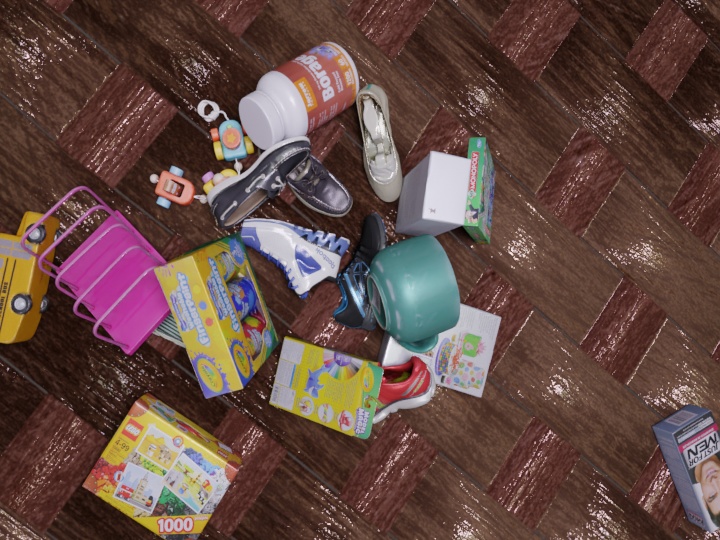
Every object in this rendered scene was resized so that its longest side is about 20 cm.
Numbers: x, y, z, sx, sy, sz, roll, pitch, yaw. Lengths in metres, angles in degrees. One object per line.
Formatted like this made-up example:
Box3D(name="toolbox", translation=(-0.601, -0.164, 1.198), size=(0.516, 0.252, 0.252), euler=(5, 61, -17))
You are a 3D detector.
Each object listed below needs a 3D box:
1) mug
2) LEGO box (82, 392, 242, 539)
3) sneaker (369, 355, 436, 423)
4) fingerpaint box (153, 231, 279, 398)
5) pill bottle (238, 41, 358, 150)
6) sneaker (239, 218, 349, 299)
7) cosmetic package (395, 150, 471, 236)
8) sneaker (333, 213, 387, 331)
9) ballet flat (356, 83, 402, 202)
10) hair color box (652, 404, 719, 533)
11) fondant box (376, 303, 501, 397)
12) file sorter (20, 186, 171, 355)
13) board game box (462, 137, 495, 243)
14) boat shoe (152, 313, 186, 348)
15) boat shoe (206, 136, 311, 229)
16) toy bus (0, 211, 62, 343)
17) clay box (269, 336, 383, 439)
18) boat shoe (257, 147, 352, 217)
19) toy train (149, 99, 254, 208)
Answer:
Box3D(name="mug", translation=(0.079, 0.049, 0.837), size=(0.110, 0.152, 0.192), euler=(-16, 90, -13))
Box3D(name="LEGO box", translation=(-0.315, 0.326, 0.860), size=(0.197, 0.077, 0.152), euler=(34, 83, -6))
Box3D(name="sneaker", translation=(0.030, 0.197, 0.894), size=(0.195, 0.078, 0.086), euler=(-25, 117, 13))
Box3D(name="fingerpaint box", translation=(-0.212, 0.061, 0.819), size=(0.071, 0.167, 0.207), euler=(-15, 101, 15))
Box3D(name="pill bottle", translation=(-0.101, -0.285, 0.870), size=(0.199, 0.112, 0.113), euler=(-42, 95, -30))
Box3D(name="sneaker", translation=(-0.118, -0.016, 0.903), size=(0.192, 0.080, 0.120), euler=(11, 84, -10))
Box3D(name="cosmetic package", translation=(0.116, -0.119, 0.884), size=(0.068, 0.200, 0.106), euler=(8, 87, -8))
Box3D(name="sneaker", translation=(0.000, 0.000, 0.925), size=(0.079, 0.073, 0.209), euler=(7, 87, -9))
Box3D(name="ballet flat", translation=(0.030, -0.217, 0.920), size=(0.067, 0.069, 0.207), euler=(-16, 105, -9))
Box3D(name="hair color box", translation=(0.659, 0.381, 1.024), size=(0.096, 0.061, 0.206), euler=(-23, 92, -9))
Box3D(name="fondant box", translation=(0.141, 0.125, 0.952), size=(0.193, 0.058, 0.150), euler=(17, 86, -7))
Box3D(name="file sorter", translation=(-0.388, -0.003, 0.803), size=(0.199, 0.126, 0.139), euler=(41, 79, 16))
Box3D(name="board game box", translation=(0.206, -0.129, 0.906), size=(0.028, 0.199, 0.140), euler=(5, 86, 19))
Box3D(name="boat shoe", translation=(-0.331, 0.071, 0.874), size=(0.195, 0.062, 0.074), euler=(27, 84, -6))
Box3D(name="boat shoe", translation=(-0.156, -0.140, 0.848), size=(0.196, 0.074, 0.062), euler=(-31, 73, 2))
Box3D(name="toy bus", translation=(-0.543, 0.009, 0.842), size=(0.075, 0.065, 0.208), euler=(10, 87, -6))
Box3D(name="clay box", translation=(-0.052, 0.191, 0.872), size=(0.194, 0.047, 0.119), euler=(12, 86, 27))
Box3D(name="boat shoe", translation=(-0.097, -0.166, 0.920), size=(0.198, 0.065, 0.073), euler=(39, 85, -5))
Box3D(name="toy train", translation=(-0.266, -0.188, 0.899), size=(0.146, 0.056, 0.206), euler=(26, 84, -8))
